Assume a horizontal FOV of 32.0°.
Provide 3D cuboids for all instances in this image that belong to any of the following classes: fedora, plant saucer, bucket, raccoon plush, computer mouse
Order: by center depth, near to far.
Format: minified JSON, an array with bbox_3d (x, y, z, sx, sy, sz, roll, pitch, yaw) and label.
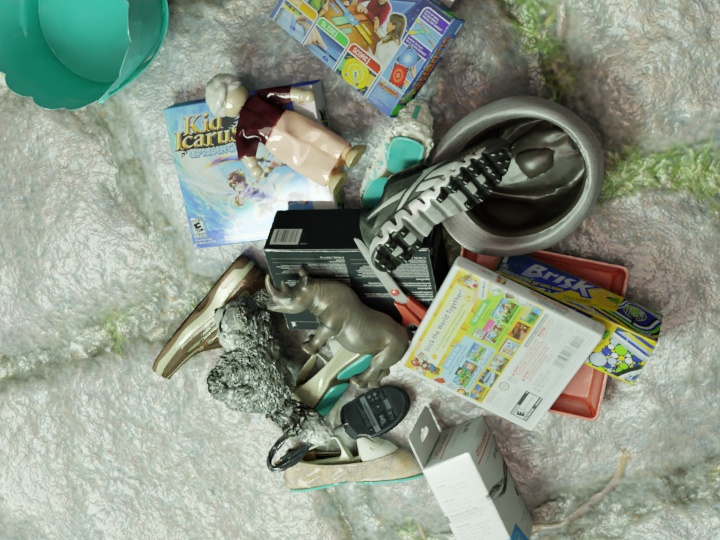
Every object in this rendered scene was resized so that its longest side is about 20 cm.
[{"bbox_3d":[0.184,-0.115,1.441,0.200,0.090,0.177,-31,96,24],"label":"fedora"},{"bbox_3d":[-0.337,-0.301,1.498,0.207,0.135,0.208,4,108,14],"label":"bucket"},{"bbox_3d":[0.209,0.066,1.518,0.199,0.037,0.200,12,109,11],"label":"plant saucer"},{"bbox_3d":[-0.098,0.110,1.544,0.200,0.097,0.134,25,121,-3],"label":"raccoon plush"},{"bbox_3d":[-0.028,0.204,1.591,0.200,0.034,0.059,-24,68,-1],"label":"computer mouse"}]

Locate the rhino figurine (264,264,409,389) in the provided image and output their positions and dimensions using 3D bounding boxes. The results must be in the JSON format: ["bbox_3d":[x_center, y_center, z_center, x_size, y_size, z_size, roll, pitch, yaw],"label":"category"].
[{"bbox_3d":[-0.030,0.059,1.465,0.200,0.060,0.087,36,106,-17],"label":"rhino figurine"}]

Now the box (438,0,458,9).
[{"bbox_3d":[0.080,-0.299,1.441,0.041,0.039,0.200,37,112,2],"label":"box"}]

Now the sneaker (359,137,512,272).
[{"bbox_3d":[0.075,-0.091,1.395,0.200,0.066,0.091,-40,50,7],"label":"sneaker"}]

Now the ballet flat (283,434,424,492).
[{"bbox_3d":[-0.011,0.243,1.614,0.200,0.068,0.067,-10,96,15],"label":"ballet flat"}]

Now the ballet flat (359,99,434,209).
[{"bbox_3d":[0.048,-0.131,1.460,0.072,0.072,0.200,34,153,3],"label":"ballet flat"}]

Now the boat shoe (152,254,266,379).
[{"bbox_3d":[-0.186,0.076,1.606,0.075,0.075,0.202,39,111,-6],"label":"boat shoe"}]

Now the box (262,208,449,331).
[{"bbox_3d":[0.000,0.000,1.503,0.200,0.079,0.141,0,133,14],"label":"box"}]

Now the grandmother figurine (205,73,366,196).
[{"bbox_3d":[-0.100,-0.165,1.474,0.200,0.061,0.121,34,83,7],"label":"grandmother figurine"}]

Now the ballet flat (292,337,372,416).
[{"bbox_3d":[-0.030,0.119,1.577,0.069,0.069,0.200,44,120,-1],"label":"ballet flat"}]

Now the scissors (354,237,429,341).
[{"bbox_3d":[0.042,0.035,1.463,0.200,0.014,0.073,38,134,-26],"label":"scissors"}]

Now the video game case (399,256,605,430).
[{"bbox_3d":[0.158,0.088,1.448,0.182,0.023,0.200,26,137,0],"label":"video game case"}]

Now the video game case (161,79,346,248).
[{"bbox_3d":[-0.129,-0.129,1.544,0.200,0.045,0.182,-7,103,17],"label":"video game case"}]

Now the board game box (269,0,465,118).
[{"bbox_3d":[0.005,-0.288,1.435,0.200,0.034,0.135,43,113,18],"label":"board game box"}]

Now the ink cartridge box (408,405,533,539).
[{"bbox_3d":[0.139,0.263,1.552,0.067,0.116,0.200,-23,100,20],"label":"ink cartridge box"}]

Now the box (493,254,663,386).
[{"bbox_3d":[0.241,0.051,1.446,0.200,0.064,0.070,24,124,6],"label":"box"}]
